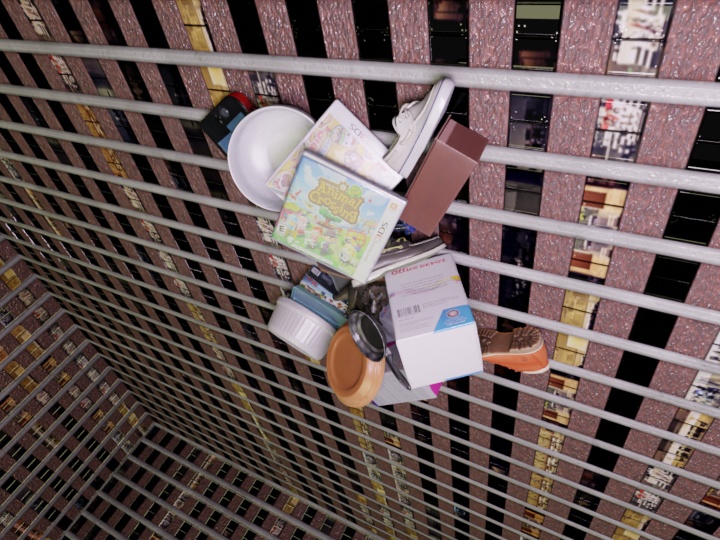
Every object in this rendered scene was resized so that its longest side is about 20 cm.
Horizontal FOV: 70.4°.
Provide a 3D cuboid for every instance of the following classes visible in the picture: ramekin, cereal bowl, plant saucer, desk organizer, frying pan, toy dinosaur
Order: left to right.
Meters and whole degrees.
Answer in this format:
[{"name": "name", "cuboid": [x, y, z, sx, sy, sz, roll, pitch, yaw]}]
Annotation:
[{"name": "cereal bowl", "cuboid": [-0.149, -0.220, 0.985, 0.198, 0.083, 0.202, 1, 115, 3]}, {"name": "ramekin", "cuboid": [-0.158, 0.163, 1.381, 0.201, 0.095, 0.203, 30, 166, 8]}, {"name": "plant saucer", "cuboid": [-0.091, 0.105, 1.319, 0.199, 0.019, 0.070, 32, 144, 6]}, {"name": "plant saucer", "cuboid": [-0.020, 0.207, 1.157, 0.037, 0.202, 0.199, 11, 159, -36]}, {"name": "toy dinosaur", "cuboid": [0.007, 0.065, 1.119, 0.200, 0.076, 0.103, 31, 117, 58]}, {"name": "frying pan", "cuboid": [0.039, 0.143, 1.008, 0.189, 0.031, 0.116, 27, 133, 45]}, {"name": "desk organizer", "cuboid": [0.134, -0.155, 0.879, 0.077, 0.072, 0.200, 30, 143, 2]}]

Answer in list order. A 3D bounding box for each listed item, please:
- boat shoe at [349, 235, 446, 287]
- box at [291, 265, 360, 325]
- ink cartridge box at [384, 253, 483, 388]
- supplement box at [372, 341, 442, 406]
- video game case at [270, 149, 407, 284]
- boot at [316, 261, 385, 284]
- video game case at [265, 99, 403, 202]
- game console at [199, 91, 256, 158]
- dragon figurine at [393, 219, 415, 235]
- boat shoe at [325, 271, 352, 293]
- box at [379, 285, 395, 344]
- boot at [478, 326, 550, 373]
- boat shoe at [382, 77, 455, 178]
[{"name": "boat shoe", "cuboid": [0.068, -0.031, 0.999, 0.072, 0.200, 0.061, 83, 165, -83]}, {"name": "box", "cuboid": [-0.076, 0.088, 1.335, 0.199, 0.038, 0.137, 37, 143, -3]}, {"name": "ink cartridge box", "cuboid": [0.140, 0.095, 1.006, 0.145, 0.201, 0.147, -14, 129, 7]}, {"name": "supplement box", "cuboid": [0.088, 0.228, 1.153, 0.103, 0.101, 0.199, 46, 141, -16]}, {"name": "video game case", "cuboid": [-0.043, -0.092, 0.917, 0.199, 0.022, 0.183, 26, 117, -2]}, {"name": "boot", "cuboid": [0.000, 0.000, 1.112, 0.198, 0.074, 0.076, 8, 153, -7]}, {"name": "video game case", "cuboid": [-0.043, -0.171, 0.930, 0.182, 0.023, 0.200, 42, 101, -10]}, {"name": "game console", "cuboid": [-0.240, -0.264, 1.083, 0.176, 0.031, 0.200, -17, 119, 47]}, {"name": "dragon figurine", "cuboid": [0.015, -0.080, 0.998, 0.099, 0.198, 0.059, 18, 124, 67]}, {"name": "boat shoe", "cuboid": [-0.049, -0.024, 1.168, 0.074, 0.065, 0.203, -19, 126, 12]}, {"name": "box", "cuboid": [0.099, 0.162, 1.232, 0.175, 0.097, 0.201, 23, 142, 16]}, {"name": "boot", "cuboid": [0.311, 0.185, 1.116, 0.199, 0.075, 0.107, -6, 132, 40]}, {"name": "boat shoe", "cuboid": [0.085, -0.236, 0.829, 0.069, 0.071, 0.200, 29, 149, -1]}]
